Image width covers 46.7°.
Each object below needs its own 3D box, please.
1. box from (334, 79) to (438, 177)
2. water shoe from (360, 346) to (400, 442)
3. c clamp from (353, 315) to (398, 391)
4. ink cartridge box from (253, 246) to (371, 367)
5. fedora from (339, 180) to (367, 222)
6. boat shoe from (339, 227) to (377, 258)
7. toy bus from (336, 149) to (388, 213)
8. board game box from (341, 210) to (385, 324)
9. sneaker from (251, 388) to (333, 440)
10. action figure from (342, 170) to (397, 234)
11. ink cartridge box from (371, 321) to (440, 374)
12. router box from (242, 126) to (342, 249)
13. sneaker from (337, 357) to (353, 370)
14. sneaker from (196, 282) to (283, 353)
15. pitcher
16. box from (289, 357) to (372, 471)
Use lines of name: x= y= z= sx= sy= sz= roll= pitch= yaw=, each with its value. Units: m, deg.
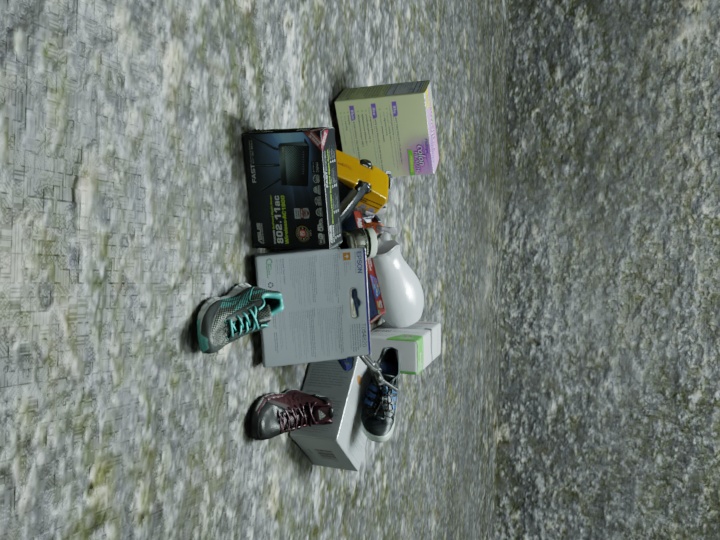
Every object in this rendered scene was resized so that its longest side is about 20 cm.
box: x=0.059 y=-0.300 z=1.787 sx=0.097 sy=0.195 sz=0.179 roll=-65 pitch=149 yaw=-59
water shoe: x=0.040 y=0.241 z=1.656 sx=0.080 sy=0.070 sz=0.203 roll=94 pitch=4 yaw=-46
c clamp: x=-0.008 y=0.133 z=1.596 sx=0.202 sy=0.027 sz=0.171 roll=60 pitch=7 yaw=29
ink cartridge box: x=-0.084 y=0.061 z=1.470 sx=0.041 sy=0.195 sz=0.205 roll=-135 pitch=-139 yaw=-75
fedora: x=-0.076 y=-0.108 z=1.549 sx=0.202 sy=0.091 sz=0.201 roll=-51 pitch=-177 yaw=4
boat shoe: x=-0.035 y=-0.036 z=1.561 sx=0.059 sy=0.201 sz=0.074 roll=-6 pitch=81 yaw=-26
toy bus: x=-0.038 y=-0.184 z=1.626 sx=0.197 sy=0.078 sz=0.066 roll=20 pitch=55 yaw=-23
board game box: x=0.000 y=0.000 z=1.599 sx=0.103 sy=0.019 sz=0.204 roll=138 pitch=-58 yaw=-62
sneaker: x=-0.111 y=0.256 z=1.503 sx=0.199 sy=0.113 sz=0.078 roll=-20 pitch=110 yaw=-68
action figure: x=0.007 y=-0.110 z=1.742 sx=0.194 sy=0.103 sz=0.203 roll=54 pitch=-48 yaw=52
ink cartridge box: x=0.101 y=0.182 z=2.012 sx=0.199 sy=0.142 sz=0.086 roll=-21 pitch=111 yaw=-67
router box: x=-0.115 y=-0.140 z=1.421 sx=0.062 sy=0.147 sz=0.205 roll=-33 pitch=121 yaw=-64
sneaker: x=-0.086 y=0.112 z=1.538 sx=0.201 sy=0.078 sz=0.075 roll=48 pitch=-2 yaw=-9
sneaker: x=-0.187 y=0.071 z=1.325 sx=0.200 sy=0.089 sz=0.079 roll=-48 pitch=134 yaw=-59
pitcher: x=0.083 y=0.020 z=2.021 sx=0.172 sy=0.119 sz=0.204 roll=-76 pitch=149 yaw=-68
box: x=-0.048 y=0.276 z=1.683 sx=0.153 sy=0.104 sz=0.203 roll=63 pitch=35 yaw=-50
